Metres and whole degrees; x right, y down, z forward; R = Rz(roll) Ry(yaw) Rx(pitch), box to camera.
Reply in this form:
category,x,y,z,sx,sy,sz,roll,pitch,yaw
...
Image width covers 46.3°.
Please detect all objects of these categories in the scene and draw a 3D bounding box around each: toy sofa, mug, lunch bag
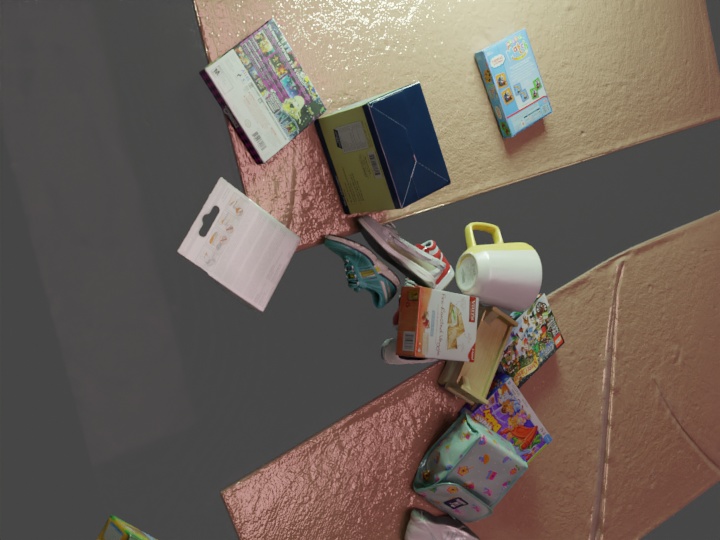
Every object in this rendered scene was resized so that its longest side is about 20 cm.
category,x,y,z,sx,sy,sz,roll,pitch,yaw
toy sofa,0.254,0.181,1.820,0.082,0.097,0.203,31,73,-23
mug,0.280,0.001,1.832,0.150,0.187,0.152,5,116,-30
lunch bag,0.226,0.431,1.785,0.169,0.122,0.201,36,97,-27

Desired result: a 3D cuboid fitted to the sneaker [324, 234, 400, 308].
category,x,y,z,sx,sy,sz,roll,pitch,yaw
sneaker,0.000,0.000,1.670,0.199,0.077,0.080,41,78,-27

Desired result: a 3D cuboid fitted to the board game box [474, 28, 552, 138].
category,x,y,z,sx,sy,sz,roll,pitch,yaw
board game box,0.352,-0.427,1.923,0.150,0.036,0.204,-31,107,-30

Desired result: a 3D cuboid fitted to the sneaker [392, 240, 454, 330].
category,x,y,z,sx,sy,sz,roll,pitch,yaw
sneaker,0.111,0.023,1.743,0.200,0.070,0.114,-48,119,-32

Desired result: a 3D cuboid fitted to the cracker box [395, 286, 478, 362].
category,x,y,z,sx,sy,sz,roll,pitch,yaw
cracker box,0.159,0.111,1.701,0.198,0.057,0.138,10,82,-47

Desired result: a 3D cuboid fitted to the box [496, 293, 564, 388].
category,x,y,z,sx,sy,sz,roll,pitch,yaw
box,0.378,0.165,1.942,0.199,0.037,0.139,-38,110,-28

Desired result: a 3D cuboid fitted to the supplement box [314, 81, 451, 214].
category,x,y,z,sx,sy,sz,roll,pitch,yaw
supplement box,0.039,-0.229,1.617,0.133,0.198,0.204,-26,104,-30

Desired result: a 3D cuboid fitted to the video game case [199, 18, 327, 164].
category,x,y,z,sx,sy,sz,roll,pitch,yaw
video game case,-0.177,-0.333,1.569,0.181,0.036,0.202,-44,113,-25

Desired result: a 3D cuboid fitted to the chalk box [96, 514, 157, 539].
category,x,y,z,sx,sy,sz,roll,pitch,yaw
chalk box,-0.353,0.521,1.404,0.199,0.123,0.126,39,70,-28

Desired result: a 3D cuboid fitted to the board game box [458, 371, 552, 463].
category,x,y,z,sx,sy,sz,roll,pitch,yaw
board game box,0.326,0.348,1.884,0.134,0.045,0.201,-41,112,-8

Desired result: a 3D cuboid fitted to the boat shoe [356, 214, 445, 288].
category,x,y,z,sx,sy,sz,roll,pitch,yaw
boat shoe,0.079,-0.047,1.688,0.201,0.075,0.065,39,78,5

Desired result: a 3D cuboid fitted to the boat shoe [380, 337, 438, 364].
category,x,y,z,sx,sy,sz,roll,pitch,yaw
boat shoe,0.137,0.164,1.764,0.196,0.065,0.076,-13,97,-33

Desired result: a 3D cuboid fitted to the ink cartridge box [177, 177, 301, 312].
category,x,y,z,sx,sy,sz,roll,pitch,yaw
ink cartridge box,-0.223,-0.044,1.538,0.199,0.050,0.163,36,71,-24

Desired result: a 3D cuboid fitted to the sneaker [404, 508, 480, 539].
category,x,y,z,sx,sy,sz,roll,pitch,yaw
sneaker,0.172,0.569,1.798,0.197,0.070,0.082,23,93,-29
